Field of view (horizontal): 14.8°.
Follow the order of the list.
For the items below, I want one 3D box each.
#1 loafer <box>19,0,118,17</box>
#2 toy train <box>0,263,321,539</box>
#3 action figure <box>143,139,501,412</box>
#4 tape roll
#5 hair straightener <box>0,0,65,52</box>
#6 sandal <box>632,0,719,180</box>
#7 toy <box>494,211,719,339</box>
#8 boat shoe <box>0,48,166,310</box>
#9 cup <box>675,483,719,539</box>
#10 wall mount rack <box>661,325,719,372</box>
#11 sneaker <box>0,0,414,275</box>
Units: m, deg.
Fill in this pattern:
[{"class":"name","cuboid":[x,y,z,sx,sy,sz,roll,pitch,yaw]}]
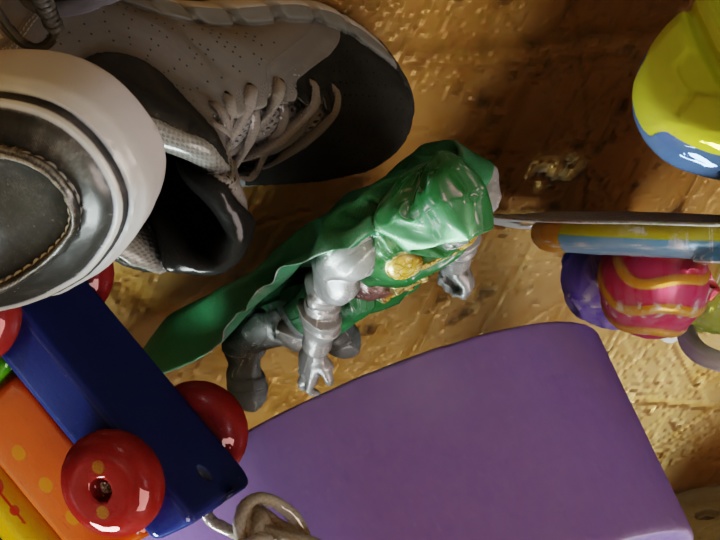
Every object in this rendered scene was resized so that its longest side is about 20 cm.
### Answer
[{"class":"loafer","cuboid":[-0.029,-0.153,0.800,0.200,0.072,0.063,-37,128,-9]},{"class":"toy train","cuboid":[-0.091,0.087,0.899,0.116,0.200,0.085,-42,175,23]},{"class":"action figure","cuboid":[0.000,0.000,0.900,0.118,0.055,0.200,-31,176,-21]},{"class":"tape roll","cuboid":[0.014,0.101,1.002,0.200,0.085,0.200,-24,165,-7]},{"class":"hair straightener","cuboid":[-0.054,-0.153,0.757,0.041,0.077,0.200,23,92,-22]},{"class":"sandal","cuboid":[0.185,-0.055,0.920,0.200,0.080,0.087,-3,155,-10]},{"class":"toy","cuboid":[0.116,0.000,0.957,0.115,0.200,0.047,2,87,-36]},{"class":"boat shoe","cuboid":[-0.139,-0.002,0.781,0.200,0.071,0.072,-19,112,39]},{"class":"cup","cuboid":[0.166,0.176,1.184,0.200,0.200,0.143,-16,111,-22]},{"class":"wall mount rack","cuboid":[0.201,0.006,1.052,0.200,0.174,0.075,-23,120,-14]},{"class":"sneaker","cuboid":[-0.046,-0.035,0.858,0.200,0.116,0.075,9,123,-40]}]
